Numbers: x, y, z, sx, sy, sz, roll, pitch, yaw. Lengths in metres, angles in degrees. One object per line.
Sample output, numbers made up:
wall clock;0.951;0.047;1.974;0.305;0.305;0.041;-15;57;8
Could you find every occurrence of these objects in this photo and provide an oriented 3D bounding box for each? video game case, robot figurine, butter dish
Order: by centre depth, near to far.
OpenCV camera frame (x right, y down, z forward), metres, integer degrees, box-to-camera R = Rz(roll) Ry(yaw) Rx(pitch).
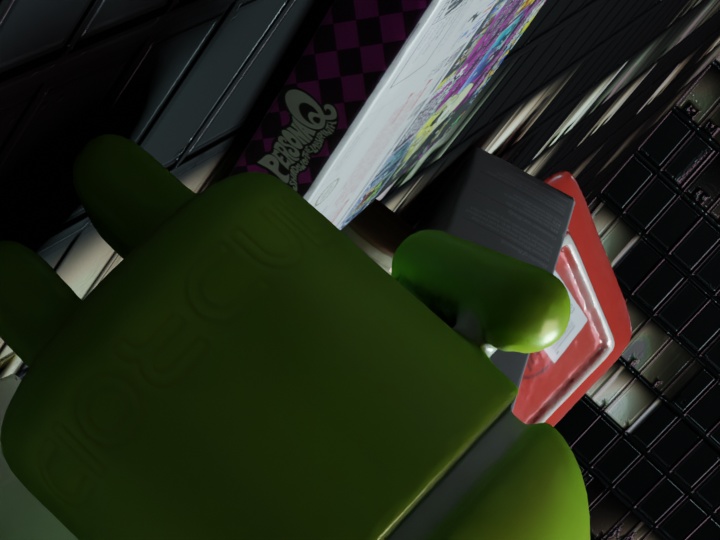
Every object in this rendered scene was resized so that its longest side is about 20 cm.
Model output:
robot figurine;-0.020;0.053;0.548;0.176;0.200;0.116;-47;173;-11
video game case;0.025;-0.088;0.736;0.181;0.036;0.200;-42;172;-42
butter dish;0.087;0.033;1.478;0.199;0.148;0.200;-43;131;-18

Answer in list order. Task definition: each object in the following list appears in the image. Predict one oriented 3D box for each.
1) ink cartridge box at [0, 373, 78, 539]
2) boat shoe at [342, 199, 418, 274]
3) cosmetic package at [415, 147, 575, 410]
ink cartridge box;-0.173;0.139;0.648;0.200;0.068;0.115;-51;173;22
boat shoe;0.000;0.000;0.970;0.065;0.072;0.200;-49;179;3
cosmetic package;0.064;0.031;1.257;0.107;0.090;0.200;-52;-165;51
